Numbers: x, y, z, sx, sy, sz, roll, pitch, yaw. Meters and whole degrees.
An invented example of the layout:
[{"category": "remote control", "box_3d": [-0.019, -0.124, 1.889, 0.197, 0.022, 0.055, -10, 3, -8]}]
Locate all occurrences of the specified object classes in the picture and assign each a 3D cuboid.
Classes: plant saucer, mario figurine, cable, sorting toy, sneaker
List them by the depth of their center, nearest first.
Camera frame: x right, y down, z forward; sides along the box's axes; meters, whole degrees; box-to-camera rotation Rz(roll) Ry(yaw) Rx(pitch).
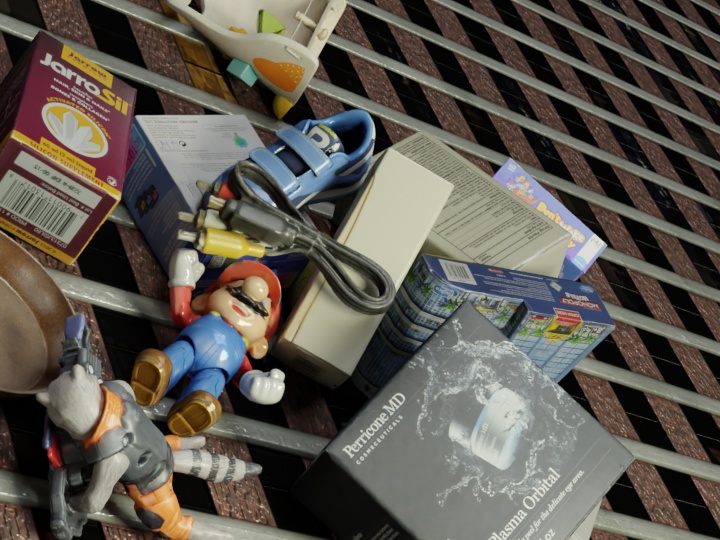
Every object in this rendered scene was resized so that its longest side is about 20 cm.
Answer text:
[{"category": "plant saucer", "box_3d": [-0.308, 0.028, 1.524, 0.200, 0.035, 0.201, 32, 28, -20]}, {"category": "mario figurine", "box_3d": [-0.117, 0.047, 1.664, 0.124, 0.105, 0.200, 70, 27, -23]}, {"category": "cable", "box_3d": [-0.060, -0.026, 1.712, 0.199, 0.050, 0.097, 27, 49, -11]}, {"category": "sneaker", "box_3d": [-0.063, -0.094, 1.787, 0.074, 0.082, 0.200, 46, 47, 15]}, {"category": "sorting toy", "box_3d": [-0.127, -0.272, 2.180, 0.179, 0.107, 0.200, 30, 27, -6]}]

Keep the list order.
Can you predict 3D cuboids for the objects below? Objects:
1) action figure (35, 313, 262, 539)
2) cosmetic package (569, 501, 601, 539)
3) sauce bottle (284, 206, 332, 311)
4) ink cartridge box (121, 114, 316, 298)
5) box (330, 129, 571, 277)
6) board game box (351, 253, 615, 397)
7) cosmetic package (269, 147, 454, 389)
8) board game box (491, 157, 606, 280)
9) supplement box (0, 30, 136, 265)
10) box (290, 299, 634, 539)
[{"category": "action figure", "box_3d": [-0.170, 0.116, 1.482, 0.193, 0.104, 0.201, 40, 35, -48]}, {"category": "cosmetic package", "box_3d": [0.160, 0.211, 1.825, 0.107, 0.090, 0.200, 40, 22, -3]}, {"category": "sauce bottle", "box_3d": [-0.050, -0.010, 1.905, 0.066, 0.066, 0.201, 23, 32, -33]}, {"category": "ink cartridge box", "box_3d": [-0.129, -0.050, 1.823, 0.136, 0.076, 0.200, -4, 49, -41]}, {"category": "box", "box_3d": [0.084, -0.026, 1.919, 0.200, 0.109, 0.128, 38, 47, 26]}, {"category": "board game box", "box_3d": [0.099, 0.089, 1.822, 0.199, 0.200, 0.062, 9, 38, -32]}, {"category": "cosmetic package", "box_3d": [0.000, 0.000, 1.776, 0.073, 0.201, 0.104, 29, -15, -4]}, {"category": "board game box", "box_3d": [0.158, -0.019, 2.065, 0.134, 0.200, 0.045, 42, 62, 2]}, {"category": "supplement box", "box_3d": [-0.270, -0.111, 1.732, 0.110, 0.086, 0.200, 31, 27, -20]}, {"category": "box", "box_3d": [0.085, 0.171, 1.649, 0.200, 0.117, 0.197, 43, 62, 5]}]
